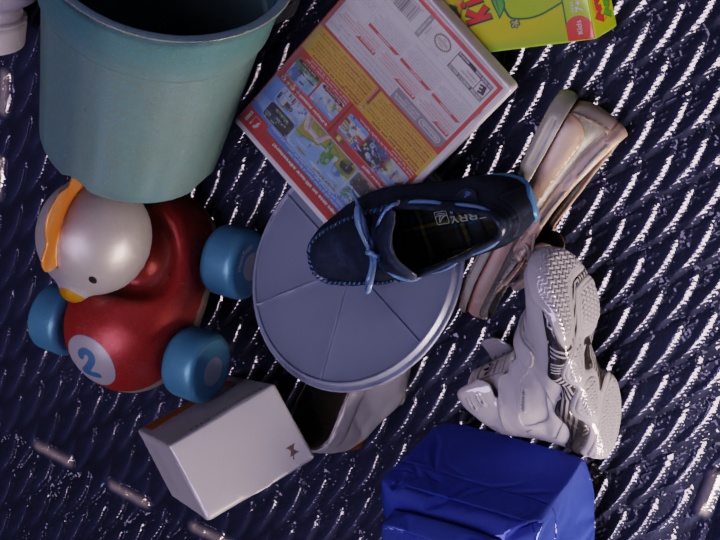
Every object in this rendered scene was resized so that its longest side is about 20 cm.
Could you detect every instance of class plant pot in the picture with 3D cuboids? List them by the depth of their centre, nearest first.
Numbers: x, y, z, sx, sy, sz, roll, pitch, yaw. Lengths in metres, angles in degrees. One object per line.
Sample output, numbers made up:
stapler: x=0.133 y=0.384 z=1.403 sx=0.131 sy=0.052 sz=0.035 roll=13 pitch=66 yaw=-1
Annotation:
plant pot: x=-0.164 y=-0.171 z=1.343 sx=0.200 sy=0.200 sz=0.197 roll=33 pitch=138 yaw=13

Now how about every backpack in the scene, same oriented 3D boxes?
backpack: x=0.093 y=0.251 z=1.412 sx=0.162 sy=0.168 sz=0.201 roll=16 pitch=129 yaw=36

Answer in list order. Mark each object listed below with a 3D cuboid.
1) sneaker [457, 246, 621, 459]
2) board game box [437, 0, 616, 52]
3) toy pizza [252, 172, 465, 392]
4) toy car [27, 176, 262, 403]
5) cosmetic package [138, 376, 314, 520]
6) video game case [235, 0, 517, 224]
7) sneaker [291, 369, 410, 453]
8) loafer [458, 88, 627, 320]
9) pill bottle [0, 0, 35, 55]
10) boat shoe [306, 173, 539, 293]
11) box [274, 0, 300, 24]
sneaker: x=0.128 y=0.064 z=1.351 sx=0.114 sy=0.075 sz=0.201 roll=3 pitch=133 yaw=28
board game box: x=0.083 y=-0.215 z=1.307 sx=0.199 sy=0.048 sz=0.102 roll=-4 pitch=108 yaw=30
toy pizza: x=0.000 y=0.000 z=1.406 sx=0.199 sy=0.032 sz=0.202 roll=-9 pitch=72 yaw=30
toy car: x=-0.212 y=-0.002 z=1.436 sx=0.183 sy=0.200 sz=0.178 roll=16 pitch=81 yaw=30
cosmetic package: x=-0.117 y=0.145 z=1.463 sx=0.072 sy=0.101 sz=0.200 roll=62 pitch=166 yaw=-6
video game case: x=0.008 y=-0.128 z=1.340 sx=0.143 sy=0.017 sz=0.200 roll=48 pitch=122 yaw=5
sneaker: x=0.016 y=0.061 z=1.452 sx=0.073 sy=0.084 sz=0.201 roll=38 pitch=104 yaw=34
loafer: x=0.137 y=-0.039 z=1.337 sx=0.063 sy=0.072 sz=0.201 roll=27 pitch=117 yaw=8
pill bottle: x=-0.315 y=-0.287 z=1.458 sx=0.112 sy=0.112 sz=0.201 roll=20 pitch=118 yaw=20
boat shoe: x=0.034 y=-0.031 z=1.309 sx=0.199 sy=0.069 sz=0.085 roll=-22 pitch=99 yaw=35
box: x=-0.133 y=-0.268 z=1.409 sx=0.199 sy=0.041 sz=0.039 roll=35 pitch=123 yaw=13
